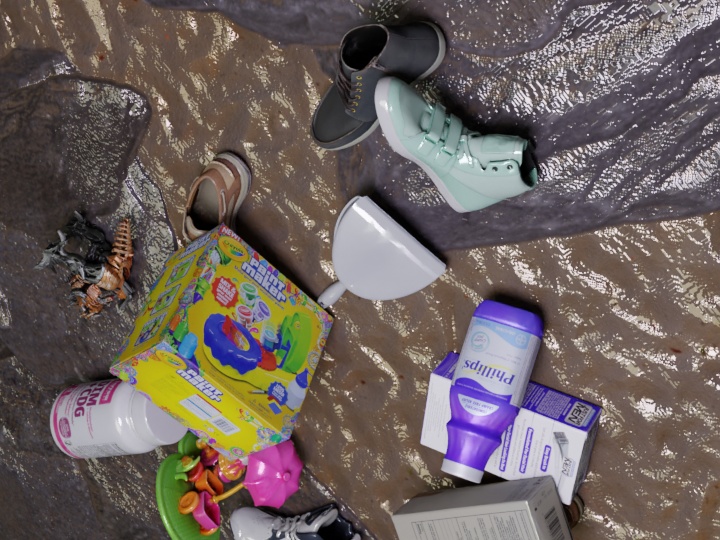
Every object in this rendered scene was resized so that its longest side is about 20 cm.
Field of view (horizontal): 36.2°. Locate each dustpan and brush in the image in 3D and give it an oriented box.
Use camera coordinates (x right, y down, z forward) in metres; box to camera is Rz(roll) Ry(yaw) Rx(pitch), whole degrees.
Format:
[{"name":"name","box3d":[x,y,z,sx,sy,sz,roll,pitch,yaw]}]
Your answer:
[{"name":"dustpan and brush","box3d":[0.000,0.000,1.343,0.139,0.057,0.200,40,123,-9]}]

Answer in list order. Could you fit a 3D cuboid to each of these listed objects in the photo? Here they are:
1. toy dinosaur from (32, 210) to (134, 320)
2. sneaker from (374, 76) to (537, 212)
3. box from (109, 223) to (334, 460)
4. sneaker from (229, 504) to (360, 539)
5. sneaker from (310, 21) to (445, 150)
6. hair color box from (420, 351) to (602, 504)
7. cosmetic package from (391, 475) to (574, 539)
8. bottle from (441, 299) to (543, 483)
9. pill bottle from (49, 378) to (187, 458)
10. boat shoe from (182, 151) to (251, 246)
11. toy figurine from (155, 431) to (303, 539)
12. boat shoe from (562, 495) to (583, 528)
[{"name":"toy dinosaur","box3d":[-0.368,-0.012,1.547,0.135,0.102,0.200,36,111,-8]},{"name":"sneaker","box3d":[0.107,-0.144,1.149,0.118,0.074,0.200,-13,139,37]},{"name":"box","box3d":[-0.165,0.089,1.352,0.200,0.193,0.122,41,136,-24]},{"name":"sneaker","box3d":[-0.086,0.365,1.563,0.199,0.079,0.130,31,125,14]},{"name":"sneaker","box3d":[-0.010,-0.204,1.190,0.200,0.106,0.075,-40,69,34]},{"name":"hair color box","box3d":[0.178,0.187,1.319,0.199,0.065,0.110,21,123,23]},{"name":"cosmetic package","box3d":[0.146,0.315,1.315,0.199,0.071,0.106,-15,97,38]},{"name":"bottle","box3d":[0.143,0.137,1.247,0.083,0.065,0.201,17,83,22]},{"name":"pill bottle","box3d":[-0.353,0.215,1.624,0.199,0.113,0.114,-11,108,34]},{"name":"boat shoe","box3d":[-0.201,-0.059,1.413,0.075,0.072,0.201,28,126,16]},{"name":"toy figurine","box3d":[-0.165,0.280,1.538,0.183,0.201,0.150,-24,124,18]},{"name":"boat shoe","box3d":[0.184,0.323,1.383,0.199,0.068,0.072,-21,101,36]}]
